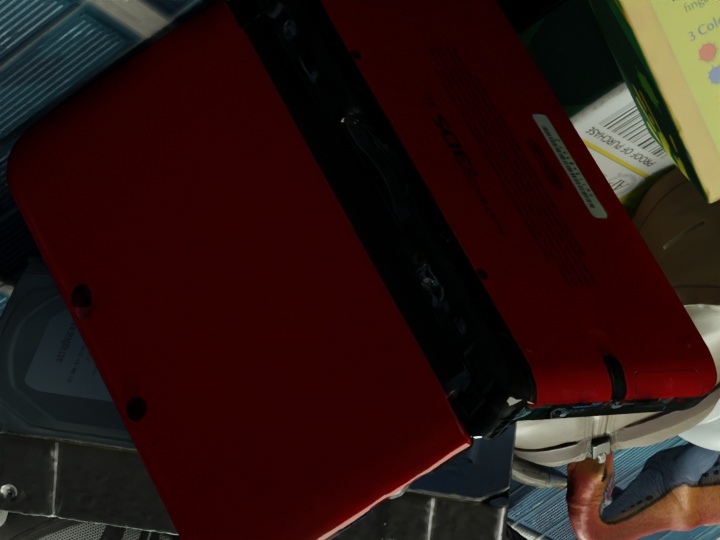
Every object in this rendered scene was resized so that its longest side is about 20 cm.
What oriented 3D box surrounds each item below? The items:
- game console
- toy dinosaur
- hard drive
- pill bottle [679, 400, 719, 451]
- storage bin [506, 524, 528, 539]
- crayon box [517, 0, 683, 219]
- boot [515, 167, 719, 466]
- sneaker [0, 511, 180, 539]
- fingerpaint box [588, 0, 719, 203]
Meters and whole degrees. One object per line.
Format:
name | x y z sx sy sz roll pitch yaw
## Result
game console | 0.000 -0.001 1.014 0.172 0.200 0.119 -1 142 -44
toy dinosaur | 0.175 0.100 1.446 0.182 0.199 0.105 -47 159 -53
hard drive | -0.041 0.050 1.047 0.199 0.140 0.038 9 117 3
pill bottle | 0.195 0.031 1.368 0.200 0.115 0.114 5 138 -49
storage bin | 0.019 0.229 1.516 0.200 0.135 0.094 -33 153 7
crayon box | 0.063 -0.032 1.147 0.200 0.051 0.127 -33 150 23
boot | 0.137 0.020 1.162 0.199 0.071 0.146 -13 152 3
sneaker | -0.095 0.141 1.151 0.075 0.114 0.200 -39 155 28
fingerpaint box | 0.165 -0.148 0.978 0.199 0.073 0.167 -29 118 -1
